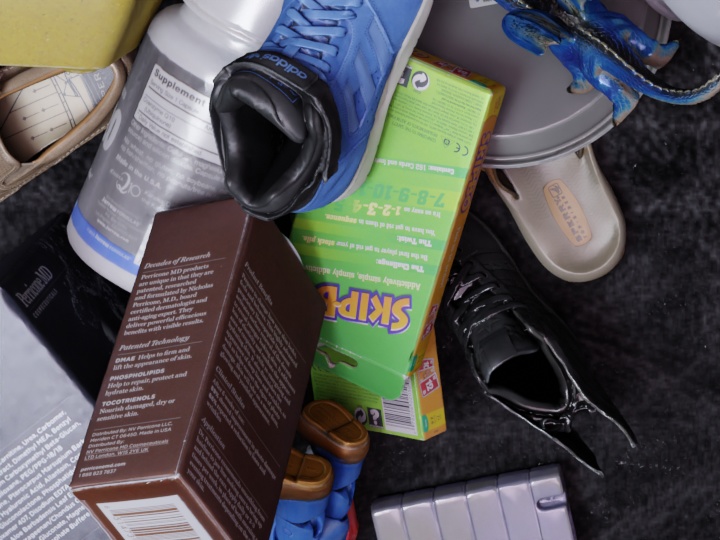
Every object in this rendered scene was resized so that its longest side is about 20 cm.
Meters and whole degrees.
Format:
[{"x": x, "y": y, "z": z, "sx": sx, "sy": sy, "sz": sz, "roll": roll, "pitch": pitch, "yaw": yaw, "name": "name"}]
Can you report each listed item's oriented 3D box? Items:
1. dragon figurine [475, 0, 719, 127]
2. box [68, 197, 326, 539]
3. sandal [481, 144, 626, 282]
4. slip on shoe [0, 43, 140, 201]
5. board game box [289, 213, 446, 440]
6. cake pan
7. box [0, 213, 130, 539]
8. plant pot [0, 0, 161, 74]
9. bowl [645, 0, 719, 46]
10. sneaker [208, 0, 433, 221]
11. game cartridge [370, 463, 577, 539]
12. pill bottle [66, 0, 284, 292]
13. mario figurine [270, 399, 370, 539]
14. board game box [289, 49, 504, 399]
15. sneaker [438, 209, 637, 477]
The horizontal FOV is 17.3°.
[{"x": 0.117, "y": -0.134, "z": 1.289, "sx": 0.099, "sy": 0.200, "sz": 0.059, "roll": 37, "pitch": 95, "yaw": -29, "name": "dragon figurine"}, {"x": -0.086, "y": 0.066, "z": 1.300, "sx": 0.075, "sy": 0.200, "sz": 0.100, "roll": -8, "pitch": 135, "yaw": 26, "name": "box"}, {"x": 0.096, "y": -0.077, "z": 1.427, "sx": 0.080, "sy": 0.054, "sz": 0.200, "roll": -31, "pitch": 100, "yaw": 11, "name": "sandal"}, {"x": -0.219, "y": -0.082, "z": 1.446, "sx": 0.200, "sy": 0.061, "sz": 0.076, "roll": -26, "pitch": 101, "yaw": 10, "name": "slip on shoe"}, {"x": 0.000, "y": 0.000, "z": 1.442, "sx": 0.095, "sy": 0.030, "sz": 0.201, "roll": 7, "pitch": 112, "yaw": 45, "name": "board game box"}, {"x": 0.082, "y": -0.161, "z": 1.385, "sx": 0.200, "sy": 0.037, "sz": 0.201, "roll": -1, "pitch": 85, "yaw": 9, "name": "cake pan"}, {"x": -0.175, "y": 0.093, "z": 1.418, "sx": 0.117, "sy": 0.197, "sz": 0.200, "roll": -38, "pitch": 98, "yaw": 12, "name": "box"}, {"x": -0.189, "y": -0.218, "z": 1.337, "sx": 0.193, "sy": 0.196, "sz": 0.201, "roll": 3, "pitch": 103, "yaw": 4, "name": "plant pot"}, {"x": 0.201, "y": -0.202, "z": 1.335, "sx": 0.090, "sy": 0.201, "sz": 0.201, "roll": -22, "pitch": 103, "yaw": 35, "name": "bowl"}, {"x": -0.023, "y": -0.121, "z": 1.278, "sx": 0.077, "sy": 0.111, "sz": 0.200, "roll": 25, "pitch": 113, "yaw": 19, "name": "sneaker"}, {"x": 0.086, "y": 0.230, "z": 1.518, "sx": 0.129, "sy": 0.038, "sz": 0.201, "roll": -10, "pitch": 103, "yaw": 11, "name": "game cartridge"}, {"x": -0.088, "y": -0.087, "z": 1.401, "sx": 0.113, "sy": 0.114, "sz": 0.200, "roll": 24, "pitch": 109, "yaw": -2, "name": "pill bottle"}, {"x": -0.054, "y": 0.174, "z": 1.473, "sx": 0.123, "sy": 0.106, "sz": 0.200, "roll": -9, "pitch": 130, "yaw": -21, "name": "mario figurine"}, {"x": 0.011, "y": -0.031, "z": 1.373, "sx": 0.095, "sy": 0.030, "sz": 0.201, "roll": 24, "pitch": 112, "yaw": 19, "name": "board game box"}, {"x": 0.086, "y": 0.034, "z": 1.430, "sx": 0.060, "sy": 0.104, "sz": 0.200, "roll": -43, "pitch": 97, "yaw": 13, "name": "sneaker"}]
